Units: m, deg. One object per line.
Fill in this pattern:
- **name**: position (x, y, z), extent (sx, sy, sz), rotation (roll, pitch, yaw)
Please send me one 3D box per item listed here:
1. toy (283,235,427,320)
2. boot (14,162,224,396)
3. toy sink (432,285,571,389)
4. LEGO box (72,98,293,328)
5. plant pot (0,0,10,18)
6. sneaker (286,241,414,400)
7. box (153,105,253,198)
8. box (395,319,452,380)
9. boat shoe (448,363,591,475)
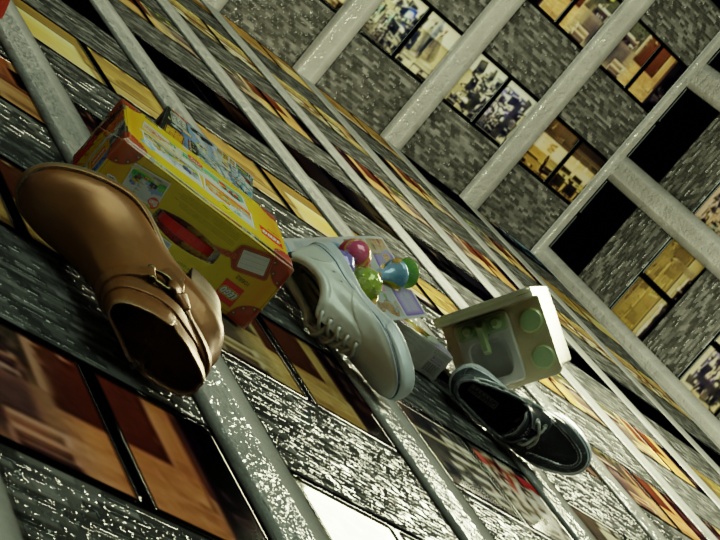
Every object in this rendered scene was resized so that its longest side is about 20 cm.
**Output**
- **toy**: position (0.000, 0.000, 1.732), extent (0.199, 0.047, 0.116), rotation (0, 55, -54)
- **boot**: position (-0.180, 0.004, 1.148), extent (0.199, 0.074, 0.155), rotation (37, 14, -12)
- **toy sink**: position (0.182, 0.092, 1.943), extent (0.200, 0.129, 0.113), rotation (5, 66, -78)
- **LEGO box**: position (-0.167, -0.056, 1.447), extent (0.200, 0.077, 0.149), rotation (38, 10, -20)
- **plant pot**: position (-0.433, -0.394, 1.549), extent (0.200, 0.177, 0.200), rotation (40, 13, 17)
- **sneaker**: position (-0.020, 0.057, 1.605), extent (0.070, 0.073, 0.200), rotation (-14, 56, -38)
- **box**: position (-0.186, -0.117, 1.777), extent (0.137, 0.040, 0.200), rotation (40, 9, -12)
- **box**: position (0.027, 0.063, 1.811), extent (0.199, 0.042, 0.039), rotation (34, 11, -33)
- **boat shoe**: position (0.191, 0.182, 1.834), extent (0.199, 0.072, 0.068), rotation (38, 7, -6)
